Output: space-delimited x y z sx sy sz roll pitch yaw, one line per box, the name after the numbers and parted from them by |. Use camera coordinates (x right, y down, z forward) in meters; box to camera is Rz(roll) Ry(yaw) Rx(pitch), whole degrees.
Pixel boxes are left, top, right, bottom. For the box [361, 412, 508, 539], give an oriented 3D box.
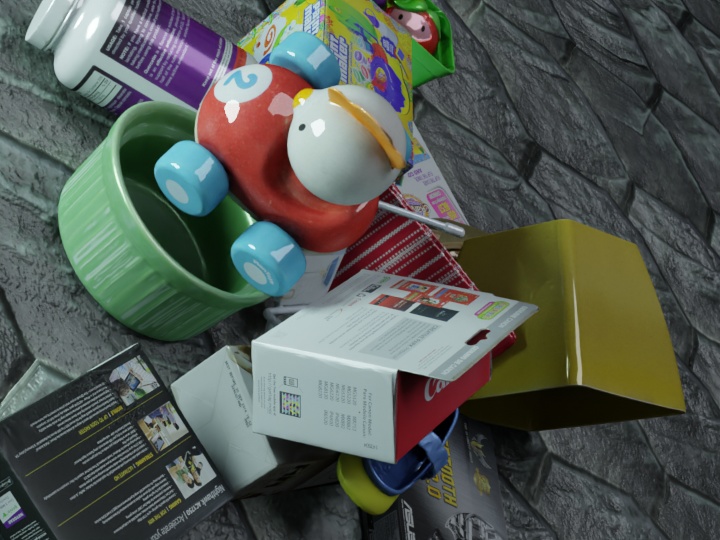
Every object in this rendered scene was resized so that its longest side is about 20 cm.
0.068 0.213 1.641 0.158 0.048 0.201 29 40 -35 | box

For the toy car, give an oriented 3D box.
-0.034 -0.108 1.406 0.177 0.200 0.184 46 63 -7 | toy car

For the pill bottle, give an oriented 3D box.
-0.199 -0.192 1.589 0.199 0.112 0.113 30 38 -19 | pill bottle

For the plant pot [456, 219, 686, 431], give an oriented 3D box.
0.193 0.055 1.768 0.199 0.199 0.177 15 70 -46 | plant pot

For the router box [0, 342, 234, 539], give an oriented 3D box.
-0.198 0.157 1.327 0.150 0.051 0.200 57 31 1 | router box

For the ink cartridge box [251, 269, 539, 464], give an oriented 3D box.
0.033 0.079 1.435 0.200 0.175 0.084 -32 127 -57 | ink cartridge box

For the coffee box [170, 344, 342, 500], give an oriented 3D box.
-0.056 0.128 1.521 0.200 0.080 0.113 1 61 -53 | coffee box

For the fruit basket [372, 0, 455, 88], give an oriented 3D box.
0.044 -0.326 1.977 0.215 0.215 0.156 38 28 -25 | fruit basket

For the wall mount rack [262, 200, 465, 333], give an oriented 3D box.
0.000 0.000 1.601 0.074 0.201 0.173 37 22 31 | wall mount rack

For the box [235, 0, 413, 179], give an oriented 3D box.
-0.057 -0.146 1.675 0.122 0.192 0.201 35 37 -29 | box

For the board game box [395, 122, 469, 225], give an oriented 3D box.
0.025 -0.115 1.905 0.153 0.040 0.201 -7 66 -56 | board game box

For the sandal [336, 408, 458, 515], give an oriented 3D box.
0.054 0.133 1.512 0.080 0.087 0.200 49 32 -12 | sandal

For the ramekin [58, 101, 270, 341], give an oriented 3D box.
-0.166 -0.037 1.514 0.200 0.098 0.201 35 36 -30 | ramekin

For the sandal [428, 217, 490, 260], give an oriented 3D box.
0.081 -0.014 1.830 0.077 0.070 0.211 32 13 37 | sandal

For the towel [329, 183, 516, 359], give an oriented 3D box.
0.040 0.028 1.687 0.200 0.144 0.022 51 26 -5 | towel
